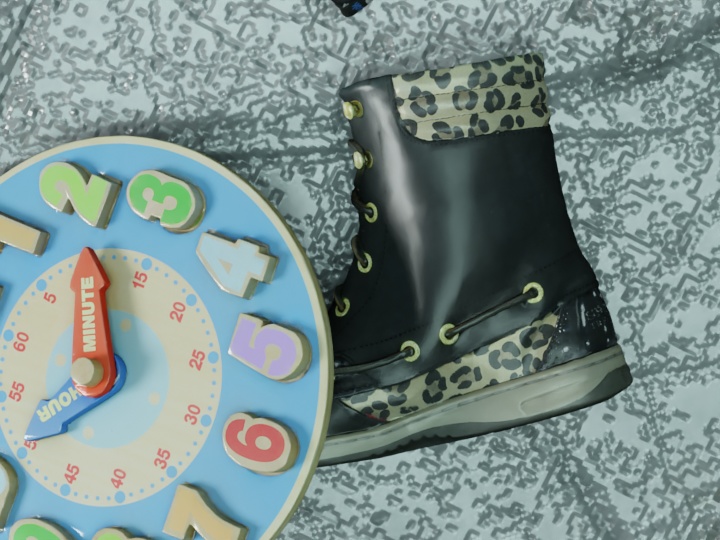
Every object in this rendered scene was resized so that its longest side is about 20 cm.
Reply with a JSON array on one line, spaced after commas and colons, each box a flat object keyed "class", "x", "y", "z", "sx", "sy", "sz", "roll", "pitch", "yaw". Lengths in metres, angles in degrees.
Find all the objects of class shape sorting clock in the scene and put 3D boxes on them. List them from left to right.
[{"class": "shape sorting clock", "x": -0.105, "y": 0.044, "z": 1.194, "sx": 0.200, "sy": 0.039, "sz": 0.200, "roll": -3, "pitch": 83, "yaw": 27}]

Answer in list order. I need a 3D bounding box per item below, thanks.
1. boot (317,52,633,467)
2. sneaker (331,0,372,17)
[{"class": "boot", "x": 0.001, "y": 0.000, "z": 1.214, "sx": 0.203, "sy": 0.073, "sz": 0.154, "roll": -11, "pitch": 92, "yaw": 7}, {"class": "sneaker", "x": 0.043, "y": -0.141, "z": 1.191, "sx": 0.200, "sy": 0.073, "sz": 0.112, "roll": 29, "pitch": 101, "yaw": 1}]
